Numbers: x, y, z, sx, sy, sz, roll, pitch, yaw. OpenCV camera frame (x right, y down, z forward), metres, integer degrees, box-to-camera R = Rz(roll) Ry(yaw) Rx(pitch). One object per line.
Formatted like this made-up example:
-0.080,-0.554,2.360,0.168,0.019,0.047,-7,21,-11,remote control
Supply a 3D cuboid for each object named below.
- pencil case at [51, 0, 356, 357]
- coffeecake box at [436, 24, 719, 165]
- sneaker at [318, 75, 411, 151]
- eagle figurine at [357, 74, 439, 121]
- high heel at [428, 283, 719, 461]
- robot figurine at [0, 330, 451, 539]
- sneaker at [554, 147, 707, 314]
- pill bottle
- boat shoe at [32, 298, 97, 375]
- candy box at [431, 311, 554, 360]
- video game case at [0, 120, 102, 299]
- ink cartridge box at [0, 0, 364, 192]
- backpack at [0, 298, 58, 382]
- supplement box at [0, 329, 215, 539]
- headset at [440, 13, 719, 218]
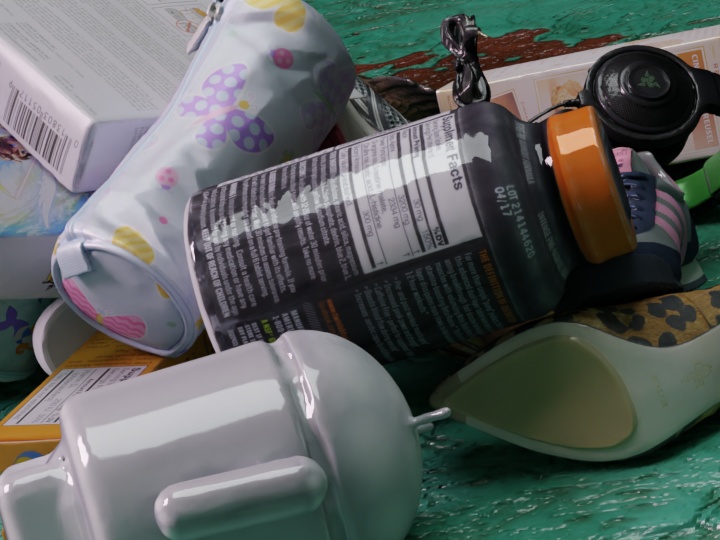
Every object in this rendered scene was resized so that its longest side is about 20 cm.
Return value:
-0.078,-0.053,1.356,0.083,0.091,0.200,2,49,38,pencil case
0.157,-0.099,1.617,0.199,0.073,0.154,-11,6,10,coffeecake box
0.016,-0.061,1.543,0.075,0.081,0.200,-24,62,-29,sneaker
-0.042,-0.123,1.845,0.152,0.151,0.200,-50,50,13,eagle figurine
0.142,0.040,1.289,0.199,0.072,0.143,-9,9,19,high heel
-0.058,0.094,1.176,0.199,0.113,0.170,-16,6,-7,robot figurine
0.129,-0.020,1.354,0.070,0.082,0.200,-14,0,12,sneaker
0.026,-0.015,1.246,0.199,0.106,0.106,-17,17,9,pill bottle
-0.103,0.022,1.513,0.200,0.074,0.065,-13,10,-32,boat shoe
0.000,0.000,1.413,0.117,0.057,0.200,25,-10,-37,candy box
-0.210,-0.056,1.423,0.181,0.046,0.200,-4,36,-35,video game case
-0.123,-0.111,1.483,0.200,0.057,0.162,-4,36,-47,ink cartridge box
-0.255,-0.014,1.524,0.177,0.151,0.200,20,15,-32,backpack
-0.118,0.073,1.361,0.069,0.067,0.200,-2,22,24,supplement box
0.131,-0.085,1.483,0.200,0.094,0.123,12,-40,-35,headset
